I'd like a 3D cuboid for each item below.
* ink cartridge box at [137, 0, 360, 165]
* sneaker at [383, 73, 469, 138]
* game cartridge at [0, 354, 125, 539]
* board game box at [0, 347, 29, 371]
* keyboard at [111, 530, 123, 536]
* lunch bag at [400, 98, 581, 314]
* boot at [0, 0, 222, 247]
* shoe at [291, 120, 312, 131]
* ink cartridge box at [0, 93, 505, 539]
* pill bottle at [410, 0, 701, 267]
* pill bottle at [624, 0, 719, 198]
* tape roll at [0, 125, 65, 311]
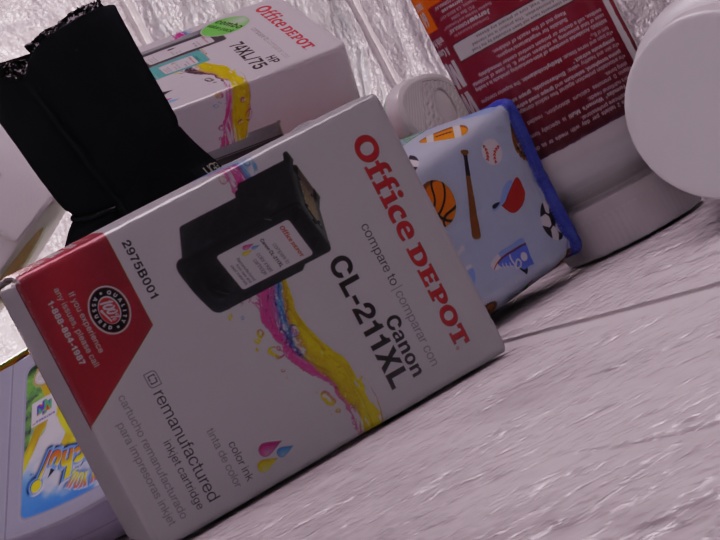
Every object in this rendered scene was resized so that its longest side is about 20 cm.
[{"bbox_3d":[-0.107,-0.085,1.379,0.199,0.146,0.147,-23,28,-14],"label":"ink cartridge box"},{"bbox_3d":[0.037,-0.084,1.391,0.118,0.074,0.200,-21,-12,23],"label":"sneaker"},{"bbox_3d":[-0.138,0.083,1.038,0.200,0.134,0.040,-29,-43,23],"label":"game cartridge"},{"bbox_3d":[-0.238,0.075,1.266,0.200,0.030,0.096,-35,3,-2],"label":"board game box"},{"bbox_3d":[-0.125,0.134,1.043,0.200,0.011,0.056,-27,8,25],"label":"keyboard"},{"bbox_3d":[0.000,0.000,1.120,0.170,0.124,0.200,-32,12,-37],"label":"lunch bag"},{"bbox_3d":[-0.171,-0.046,1.153,0.200,0.168,0.076,-41,-7,32],"label":"boot"},{"bbox_3d":[-0.060,-0.016,1.301,0.200,0.072,0.091,-42,-35,16],"label":"shoe"},{"bbox_3d":[-0.053,0.023,0.926,0.200,0.146,0.083,-29,4,-17],"label":"ink cartridge box"},{"bbox_3d":[0.118,-0.110,1.135,0.109,0.200,0.110,-28,3,2],"label":"pill bottle"},{"bbox_3d":[0.210,-0.104,1.024,0.113,0.113,0.200,-27,3,25],"label":"pill bottle"},{"bbox_3d":[-0.268,-0.005,1.267,0.203,0.071,0.202,-55,3,5],"label":"tape roll"}]
